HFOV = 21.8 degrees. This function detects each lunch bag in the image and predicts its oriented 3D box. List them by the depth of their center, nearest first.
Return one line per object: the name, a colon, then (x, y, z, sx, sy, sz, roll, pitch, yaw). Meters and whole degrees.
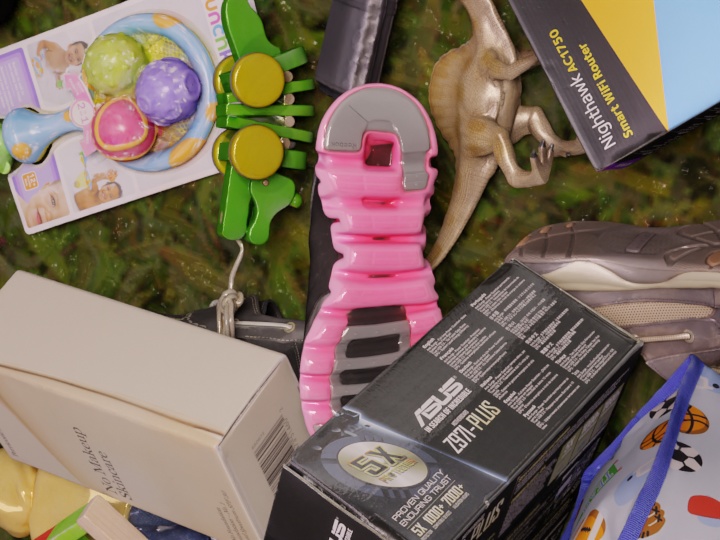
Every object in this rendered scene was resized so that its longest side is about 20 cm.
lunch bag: (0.174, 0.166, 0.881, 0.170, 0.200, 0.124, 34, 120, -1)

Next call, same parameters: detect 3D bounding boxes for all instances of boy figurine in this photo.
boy figurine: (-0.158, 0.152, 1.145, 0.199, 0.064, 0.125, 6, 100, 27)

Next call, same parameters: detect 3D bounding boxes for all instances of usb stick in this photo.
usb stick: (0.012, -0.190, 1.022, 0.032, 0.055, 0.201, 8, 104, -19)

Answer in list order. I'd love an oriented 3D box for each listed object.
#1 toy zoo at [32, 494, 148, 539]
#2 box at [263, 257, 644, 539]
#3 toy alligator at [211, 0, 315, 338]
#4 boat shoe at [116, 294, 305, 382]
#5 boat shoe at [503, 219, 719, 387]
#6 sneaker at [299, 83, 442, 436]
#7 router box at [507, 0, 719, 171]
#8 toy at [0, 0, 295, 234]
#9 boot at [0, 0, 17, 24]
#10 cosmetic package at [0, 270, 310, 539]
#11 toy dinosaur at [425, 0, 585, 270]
toy zoo: (-0.171, 0.222, 1.140, 0.131, 0.020, 0.200, 45, 130, -12)
box: (0.038, 0.118, 0.940, 0.086, 0.200, 0.164, 34, 137, 18)
toy alligator: (-0.053, -0.059, 1.055, 0.054, 0.059, 0.201, 0, 94, -16)
boat shoe: (-0.072, 0.048, 1.098, 0.199, 0.072, 0.068, 13, 65, 31)
boat shoe: (0.172, 0.018, 0.966, 0.199, 0.074, 0.074, 5, 114, 32)
sneaker: (0.000, 0.000, 1.015, 0.078, 0.095, 0.201, 5, 94, -14)
router box: (0.139, -0.170, 0.913, 0.149, 0.051, 0.201, -31, 80, 25)
toy: (-0.147, -0.100, 1.114, 0.199, 0.047, 0.116, -16, 91, 28)
boot: (-0.183, -0.235, 1.096, 0.157, 0.079, 0.213, 9, 100, 25)
cosmetic package: (-0.124, 0.078, 1.053, 0.199, 0.073, 0.104, 14, 143, 33)
toy dinosaur: (0.073, -0.078, 1.015, 0.101, 0.058, 0.201, 17, 107, 40)
